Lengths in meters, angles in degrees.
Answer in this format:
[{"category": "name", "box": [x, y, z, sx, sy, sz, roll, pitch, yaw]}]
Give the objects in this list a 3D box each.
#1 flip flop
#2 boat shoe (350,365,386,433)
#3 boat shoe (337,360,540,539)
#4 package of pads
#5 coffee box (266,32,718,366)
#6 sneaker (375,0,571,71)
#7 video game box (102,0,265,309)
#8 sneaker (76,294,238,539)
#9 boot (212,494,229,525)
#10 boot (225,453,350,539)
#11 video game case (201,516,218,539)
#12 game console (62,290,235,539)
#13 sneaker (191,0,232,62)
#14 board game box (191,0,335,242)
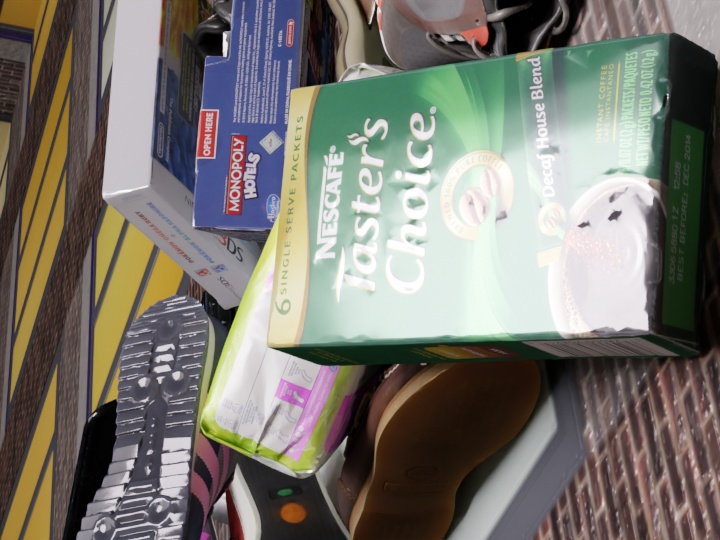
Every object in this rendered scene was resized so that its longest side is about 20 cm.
[{"category": "flip flop", "box": [0.020, -0.150, 1.091, 0.057, 0.081, 0.201, -38, 35, 28]}, {"category": "boat shoe", "box": [0.000, 0.000, 1.085, 0.065, 0.072, 0.202, 83, -170, -73]}, {"category": "boat shoe", "box": [0.030, 0.070, 0.920, 0.200, 0.070, 0.071, 119, 151, -50]}, {"category": "package of pads", "box": [-0.006, -0.004, 0.948, 0.154, 0.068, 0.202, -26, -41, -81]}, {"category": "coffee box", "box": [0.050, -0.024, 0.781, 0.199, 0.044, 0.124, -2, 77, 40]}, {"category": "sneaker", "box": [0.060, -0.130, 0.933, 0.200, 0.076, 0.083, 132, 137, -63]}, {"category": "video game box", "box": [-0.122, -0.100, 1.392, 0.182, 0.046, 0.202, 49, -144, -55]}, {"category": "sneaker", "box": [-0.094, 0.118, 0.976, 0.082, 0.070, 0.202, 48, -133, -51]}, {"category": "boot", "box": [-0.090, 0.120, 1.327, 0.200, 0.073, 0.097, 11, 86, 65]}, {"category": "boot", "box": [-0.044, 0.206, 1.127, 0.201, 0.072, 0.145, -107, 18, -47]}, {"category": "video game case", "box": [-0.098, 0.222, 1.169, 0.200, 0.035, 0.183, 104, 151, -70]}, {"category": "game console", "box": [-0.167, 0.112, 1.464, 0.201, 0.115, 0.177, 109, 162, -44]}, {"category": "sneaker", "box": [-0.072, -0.189, 1.367, 0.071, 0.097, 0.202, 121, 154, -56]}, {"category": "board game box", "box": [-0.054, -0.095, 1.185, 0.200, 0.061, 0.202, 74, -161, -74]}]
